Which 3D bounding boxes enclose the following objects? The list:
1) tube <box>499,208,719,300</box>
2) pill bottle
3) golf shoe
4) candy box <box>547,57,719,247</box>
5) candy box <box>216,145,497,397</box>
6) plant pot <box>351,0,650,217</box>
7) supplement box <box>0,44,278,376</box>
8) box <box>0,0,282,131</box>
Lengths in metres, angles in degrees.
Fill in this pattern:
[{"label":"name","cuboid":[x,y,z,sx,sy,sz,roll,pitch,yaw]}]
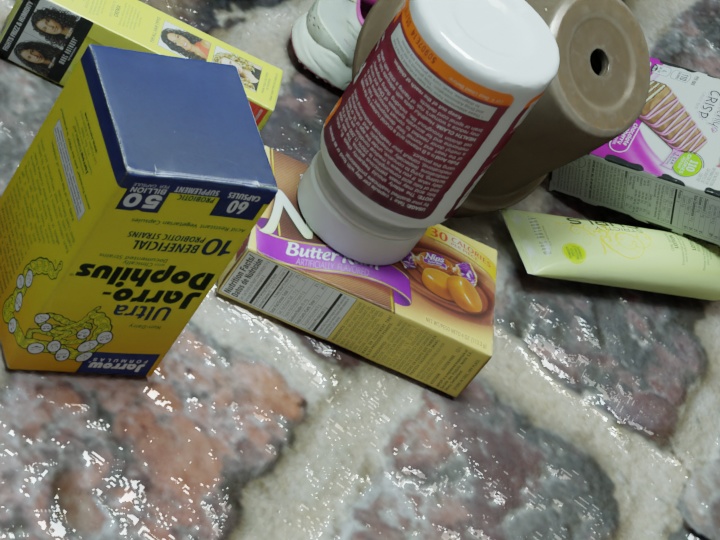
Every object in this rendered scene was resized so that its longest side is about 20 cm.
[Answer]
[{"label":"tube","cuboid":[0.208,-0.012,1.856,0.200,0.058,0.052,8,88,-25]},{"label":"pill bottle","cuboid":[0.042,-0.103,1.616,0.114,0.200,0.114,21,39,-19]},{"label":"golf shoe","cuboid":[0.046,-0.167,1.854,0.200,0.092,0.075,24,39,-17]},{"label":"candy box","cuboid":[0.271,-0.097,1.898,0.200,0.061,0.136,19,49,16]},{"label":"candy box","cuboid":[0.000,0.000,1.684,0.200,0.056,0.117,25,40,-16]},{"label":"plant pot","cuboid":[0.124,-0.146,1.766,0.200,0.175,0.200,5,83,-41]},{"label":"supplement box","cuboid":[-0.154,-0.034,1.490,0.109,0.200,0.110,5,49,-32]},{"label":"box","cuboid":[-0.163,-0.153,1.701,0.200,0.075,0.050,26,43,-15]}]
